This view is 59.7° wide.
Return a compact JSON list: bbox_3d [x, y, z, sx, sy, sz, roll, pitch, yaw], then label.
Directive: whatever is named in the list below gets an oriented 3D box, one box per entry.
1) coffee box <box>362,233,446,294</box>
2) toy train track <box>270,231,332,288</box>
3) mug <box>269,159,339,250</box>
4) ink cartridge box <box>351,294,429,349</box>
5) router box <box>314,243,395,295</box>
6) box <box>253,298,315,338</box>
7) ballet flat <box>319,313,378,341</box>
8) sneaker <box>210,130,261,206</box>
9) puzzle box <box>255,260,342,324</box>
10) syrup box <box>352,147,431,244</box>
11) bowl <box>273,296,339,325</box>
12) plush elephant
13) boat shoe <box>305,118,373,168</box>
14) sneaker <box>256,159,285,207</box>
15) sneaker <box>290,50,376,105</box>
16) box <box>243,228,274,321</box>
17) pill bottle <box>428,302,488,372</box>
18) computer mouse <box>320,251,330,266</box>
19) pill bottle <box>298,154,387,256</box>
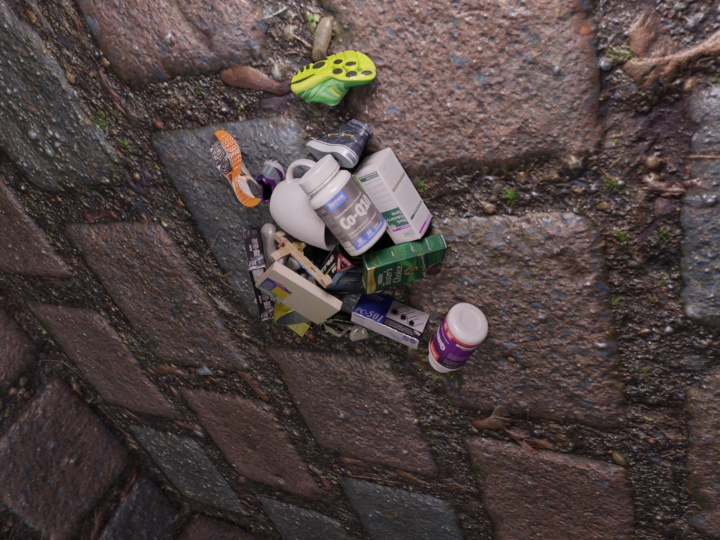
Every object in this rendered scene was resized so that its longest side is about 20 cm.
[{"bbox_3d":[0.100,-0.014,1.474,0.193,0.045,0.124,-15,151,-10],"label":"coffee box"},{"bbox_3d":[-0.138,-0.035,1.506,0.199,0.113,0.033,43,136,22],"label":"toy train track"},{"bbox_3d":[-0.125,-0.168,1.499,0.171,0.148,0.205,19,129,20],"label":"mug"},{"bbox_3d":[0.080,0.128,1.694,0.194,0.095,0.045,22,140,12],"label":"ink cartridge box"},{"bbox_3d":[0.000,0.000,1.557,0.194,0.064,0.150,0,152,-30],"label":"router box"},{"bbox_3d":[-0.227,0.120,1.918,0.197,0.051,0.076,35,140,-3],"label":"box"},{"bbox_3d":[-0.034,0.172,1.831,0.194,0.075,0.076,11,136,23],"label":"ballet flat"},{"bbox_3d":[-0.320,-0.254,1.592,0.205,0.074,0.092,64,172,-10],"label":"sneaker"},{"bbox_3d":[-0.154,0.058,1.553,0.197,0.026,0.132,33,148,-16],"label":"puzzle box"},{"bbox_3d":[0.074,-0.164,1.418,0.077,0.082,0.202,-11,123,42],"label":"syrup box"},{"bbox_3d":[-0.159,0.072,1.764,0.199,0.196,0.111,-33,68,47],"label":"bowl"},{"bbox_3d":[-0.164,-0.020,1.646,0.163,0.153,0.205,37,134,30],"label":"plush elephant"},{"bbox_3d":[-0.044,-0.283,1.393,0.071,0.092,0.198,43,169,-33],"label":"boat shoe"},{"bbox_3d":[-0.221,-0.174,1.592,0.072,0.088,0.204,7,134,26],"label":"sneaker"},{"bbox_3d":[-0.049,-0.392,1.294,0.194,0.076,0.083,-2,155,30],"label":"sneaker"},{"bbox_3d":[-0.283,0.013,1.769,0.048,0.160,0.204,-12,135,-8],"label":"box"},{"bbox_3d":[0.245,0.183,1.628,0.110,0.114,0.202,28,139,3],"label":"pill bottle"},{"bbox_3d":[-0.062,-0.042,1.664,0.058,0.034,0.201,33,139,0],"label":"computer mouse"},{"bbox_3d":[-0.040,-0.143,1.370,0.112,0.115,0.201,-22,116,44],"label":"pill bottle"}]
